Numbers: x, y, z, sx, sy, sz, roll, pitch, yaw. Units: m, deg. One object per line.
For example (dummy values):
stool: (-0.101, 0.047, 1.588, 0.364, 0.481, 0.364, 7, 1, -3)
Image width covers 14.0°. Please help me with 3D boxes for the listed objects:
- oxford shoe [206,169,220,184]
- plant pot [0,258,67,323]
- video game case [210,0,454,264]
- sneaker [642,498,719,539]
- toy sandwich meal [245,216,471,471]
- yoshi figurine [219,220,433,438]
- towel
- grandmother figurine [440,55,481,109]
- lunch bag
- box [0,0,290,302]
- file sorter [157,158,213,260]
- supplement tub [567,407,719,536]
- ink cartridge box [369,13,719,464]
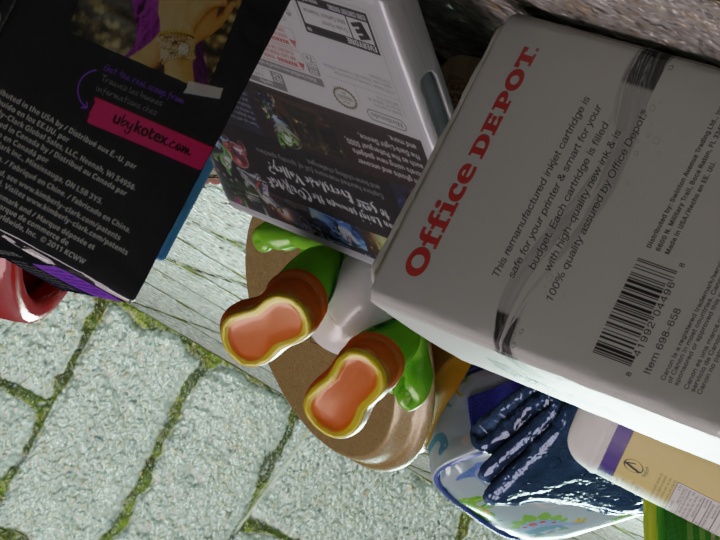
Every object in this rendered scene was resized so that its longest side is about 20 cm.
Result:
oxford shoe: (-0.066, -0.088, 1.738, 0.200, 0.070, 0.075, 18, 159, 13)
plant pot: (-0.216, -0.093, 1.458, 0.182, 0.200, 0.200, 18, 172, 7)
video game case: (-0.022, -0.080, 1.387, 0.200, 0.023, 0.182, 22, 143, 45)
sneaker: (0.213, 0.100, 1.555, 0.084, 0.200, 0.074, 10, 140, 38)
toy sandwich meal: (0.003, 0.026, 1.694, 0.070, 0.205, 0.205, -19, -161, -28)
yoshi figurine: (-0.006, 0.012, 1.522, 0.112, 0.112, 0.200, 5, -151, 19)
towel: (0.170, 0.103, 1.651, 0.200, 0.049, 0.112, 12, 145, -28)
grandmother figurine: (0.073, -0.050, 1.440, 0.121, 0.061, 0.200, 15, 168, 13)
lunch bag: (0.145, 0.087, 1.747, 0.200, 0.082, 0.161, -20, 151, 22)
box: (-0.109, -0.099, 1.233, 0.106, 0.200, 0.122, 30, 172, -19)
file sorter: (-0.167, -0.110, 1.627, 0.200, 0.139, 0.123, 28, 176, -4)
supplement tub: (0.219, 0.073, 1.459, 0.200, 0.145, 0.145, 26, 173, 7)
ink cartridge box: (0.122, -0.011, 1.231, 0.200, 0.144, 0.084, 21, 171, 41)
